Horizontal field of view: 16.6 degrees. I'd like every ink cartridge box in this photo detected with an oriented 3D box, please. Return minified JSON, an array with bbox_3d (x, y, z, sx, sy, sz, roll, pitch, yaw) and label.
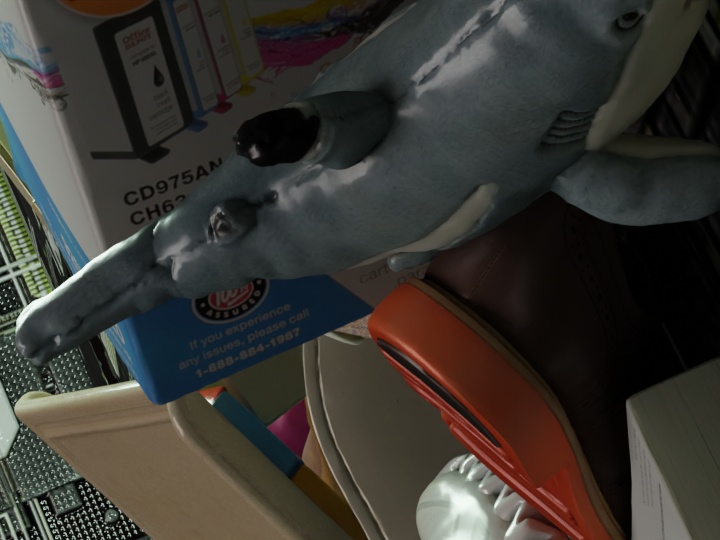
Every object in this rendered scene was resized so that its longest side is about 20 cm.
[{"bbox_3d":[-0.041,-0.100,0.709,0.145,0.146,0.201,-126,17,-51],"label":"ink cartridge box"}]

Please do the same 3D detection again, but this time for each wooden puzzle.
[{"bbox_3d":[-0.041,0.106,1.010,0.185,0.037,0.200,45,161,-16],"label":"wooden puzzle"}]

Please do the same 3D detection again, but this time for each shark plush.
[{"bbox_3d":[-0.004,-0.040,0.591,0.083,0.199,0.092,3,-107,-67],"label":"shark plush"}]

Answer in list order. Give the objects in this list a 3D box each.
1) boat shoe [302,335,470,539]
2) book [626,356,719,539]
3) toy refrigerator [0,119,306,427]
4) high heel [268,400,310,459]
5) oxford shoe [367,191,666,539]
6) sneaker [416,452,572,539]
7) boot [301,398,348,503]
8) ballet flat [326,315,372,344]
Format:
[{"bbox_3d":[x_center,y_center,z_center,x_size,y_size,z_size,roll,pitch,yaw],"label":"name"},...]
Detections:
[{"bbox_3d":[0.029,0.070,0.908,0.063,0.072,0.202,-5,-102,-82],"label":"boat shoe"},{"bbox_3d":[0.125,0.138,0.638,0.134,0.048,0.201,79,166,-60],"label":"book"},{"bbox_3d":[-0.087,-0.025,1.005,0.201,0.070,0.076,53,158,1],"label":"toy refrigerator"},{"bbox_3d":[-0.062,0.039,1.305,0.200,0.067,0.096,34,157,46],"label":"high heel"},{"bbox_3d":[0.064,0.031,0.707,0.071,0.073,0.200,39,175,21],"label":"oxford shoe"},{"bbox_3d":[0.044,0.122,0.777,0.076,0.081,0.200,62,177,-24],"label":"sneaker"},{"bbox_3d":[0.014,0.069,1.077,0.189,0.068,0.202,-119,19,-62],"label":"boot"},{"bbox_3d":[0.000,0.000,0.835,0.067,0.068,0.200,42,167,-32],"label":"ballet flat"}]
